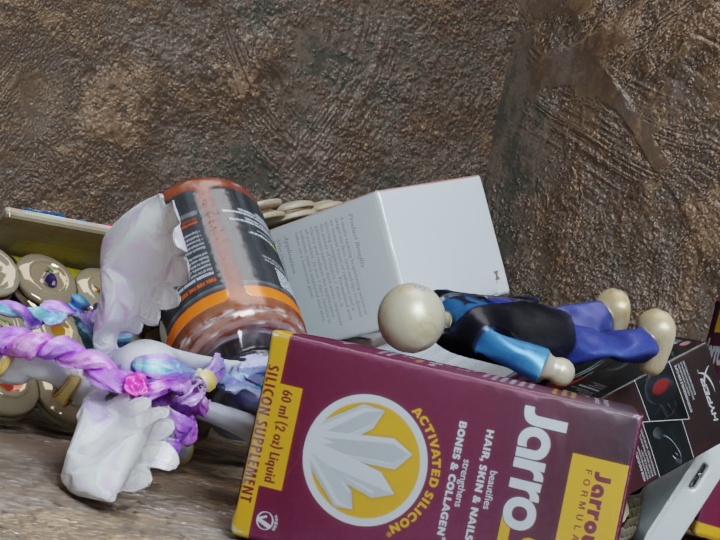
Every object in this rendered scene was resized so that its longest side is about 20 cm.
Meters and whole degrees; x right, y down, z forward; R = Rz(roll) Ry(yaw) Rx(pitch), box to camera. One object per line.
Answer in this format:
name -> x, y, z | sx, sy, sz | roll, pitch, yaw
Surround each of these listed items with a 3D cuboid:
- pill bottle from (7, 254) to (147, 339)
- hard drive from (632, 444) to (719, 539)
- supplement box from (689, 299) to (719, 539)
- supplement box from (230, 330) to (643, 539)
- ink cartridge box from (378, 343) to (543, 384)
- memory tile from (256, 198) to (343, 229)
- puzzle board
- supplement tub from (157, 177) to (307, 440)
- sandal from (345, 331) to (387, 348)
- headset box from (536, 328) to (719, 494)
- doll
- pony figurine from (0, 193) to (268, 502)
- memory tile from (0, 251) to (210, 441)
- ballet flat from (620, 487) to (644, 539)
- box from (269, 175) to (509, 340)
pill bottle -> -0.235, 0.058, 1.004 | 0.198, 0.116, 0.114 | 15, -3, -37
hard drive -> 0.248, 0.156, 0.981 | 0.026, 0.133, 0.200 | 34, -2, 0
supplement box -> 0.338, 0.132, 1.042 | 0.085, 0.203, 0.110 | 14, -2, 1
supplement box -> 0.043, 0.107, 0.651 | 0.197, 0.112, 0.086 | 12, -2, 11
ink cartridge box -> 0.033, 0.098, 0.866 | 0.195, 0.044, 0.200 | -26, 14, -19
memory tile -> -0.122, -0.029, 1.093 | 0.198, 0.017, 0.153 | -18, -5, 32
puzzle board -> -0.225, -0.008, 1.019 | 0.198, 0.018, 0.150 | 11, -25, -31
supplement tub -> -0.102, 0.029, 0.901 | 0.106, 0.107, 0.201 | 13, 35, -32
sandal -> -0.011, 0.096, 1.158 | 0.078, 0.060, 0.206 | -13, -3, 19
headset box -> 0.140, 0.117, 0.868 | 0.198, 0.076, 0.148 | -25, 10, -16
doll -> 0.093, 0.035, 0.732 | 0.198, 0.049, 0.136 | 3, 16, -35
pony figurine -> -0.134, 0.063, 0.713 | 0.192, 0.169, 0.199 | -11, -27, 41
memory tile -> -0.205, 0.053, 0.902 | 0.198, 0.017, 0.154 | 13, 42, -39
ballet flat -> 0.202, 0.145, 0.943 | 0.067, 0.047, 0.200 | 28, 32, 11
box -> 0.000, 0.000, 1.043 | 0.199, 0.108, 0.151 | -17, -3, 40
